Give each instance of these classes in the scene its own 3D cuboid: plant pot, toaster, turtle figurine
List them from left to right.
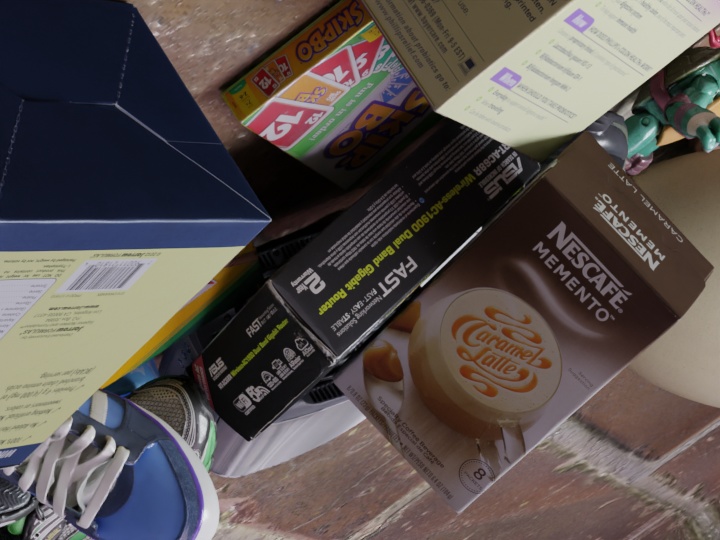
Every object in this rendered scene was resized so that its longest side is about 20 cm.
[{"bbox_3d":[-0.040,0.052,1.461,0.199,0.114,0.129,-23,163,-31],"label":"toaster"},{"bbox_3d":[0.234,0.000,1.707,0.133,0.202,0.201,6,155,-2],"label":"plant pot"},{"bbox_3d":[0.228,-0.100,1.540,0.199,0.101,0.149,-29,158,26],"label":"turtle figurine"}]

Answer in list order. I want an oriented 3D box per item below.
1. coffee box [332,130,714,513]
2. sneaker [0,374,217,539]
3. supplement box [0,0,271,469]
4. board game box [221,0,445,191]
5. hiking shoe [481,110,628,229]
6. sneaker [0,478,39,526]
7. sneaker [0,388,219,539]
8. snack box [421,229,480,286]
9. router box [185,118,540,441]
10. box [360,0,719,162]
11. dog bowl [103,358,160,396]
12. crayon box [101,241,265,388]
[{"bbox_3d":[0.093,0.031,1.301,0.200,0.114,0.080,-46,178,32],"label":"coffee box"},{"bbox_3d":[-0.171,0.132,1.337,0.200,0.078,0.085,-37,161,11],"label":"sneaker"},{"bbox_3d":[-0.190,-0.012,1.009,0.200,0.135,0.200,-43,159,26],"label":"supplement box"},{"bbox_3d":[-0.002,-0.098,1.282,0.095,0.030,0.200,-37,164,9],"label":"board game box"},{"bbox_3d":[0.124,-0.025,1.387,0.075,0.101,0.200,1,154,-7],"label":"hiking shoe"},{"bbox_3d":[-0.289,0.128,1.279,0.199,0.076,0.115,4,156,-24],"label":"sneaker"},{"bbox_3d":[-0.182,0.093,1.188,0.081,0.200,0.146,-56,163,14],"label":"sneaker"},{"bbox_3d":[0.088,-0.028,1.581,0.116,0.037,0.200,-37,161,14],"label":"snack box"},{"bbox_3d":[0.000,0.000,1.331,0.200,0.062,0.150,-43,180,-32],"label":"router box"},{"bbox_3d":[0.121,-0.167,1.199,0.200,0.097,0.176,-37,161,15],"label":"box"},{"bbox_3d":[-0.206,0.090,1.376,0.199,0.050,0.112,-16,155,-40],"label":"dog bowl"},{"bbox_3d":[-0.124,-0.014,1.233,0.118,0.058,0.200,-32,162,-7],"label":"crayon box"}]
